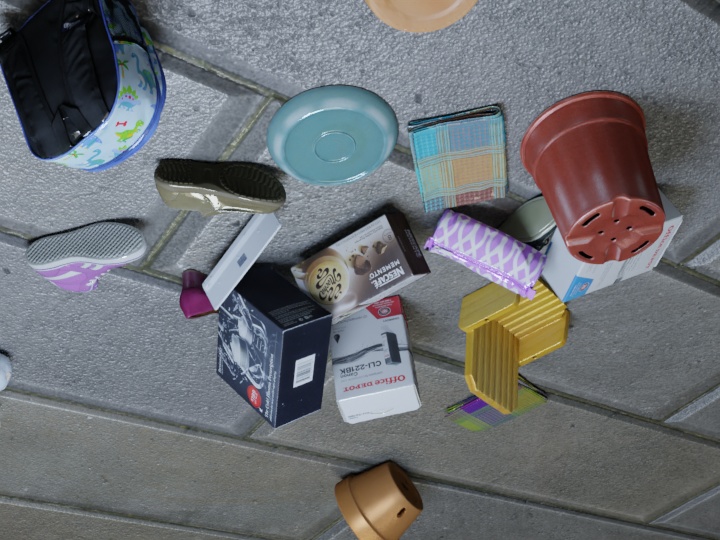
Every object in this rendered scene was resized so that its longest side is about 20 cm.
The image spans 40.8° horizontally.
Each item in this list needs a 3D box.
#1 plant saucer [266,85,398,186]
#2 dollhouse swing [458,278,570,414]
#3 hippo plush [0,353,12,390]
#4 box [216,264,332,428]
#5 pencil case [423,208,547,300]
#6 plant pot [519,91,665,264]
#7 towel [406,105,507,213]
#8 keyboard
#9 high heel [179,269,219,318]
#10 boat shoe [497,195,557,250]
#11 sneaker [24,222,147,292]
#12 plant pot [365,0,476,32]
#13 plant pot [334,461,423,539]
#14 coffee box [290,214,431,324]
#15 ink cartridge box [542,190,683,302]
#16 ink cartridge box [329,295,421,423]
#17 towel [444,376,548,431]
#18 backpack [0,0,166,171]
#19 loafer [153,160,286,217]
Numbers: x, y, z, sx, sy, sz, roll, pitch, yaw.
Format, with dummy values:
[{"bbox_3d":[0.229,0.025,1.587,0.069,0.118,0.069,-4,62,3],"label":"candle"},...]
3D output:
[{"bbox_3d":[-0.040,-0.191,1.445,0.199,0.028,0.201,-5,143,-4],"label":"plant saucer"},{"bbox_3d":[0.298,0.141,1.811,0.181,0.176,0.200,-29,137,25],"label":"dollhouse swing"},{"bbox_3d":[-0.725,0.201,1.753,0.200,0.159,0.161,13,109,-47],"label":"hippo plush"},{"bbox_3d":[-0.150,0.126,1.631,0.104,0.182,0.201,-17,128,-36],"label":"box"},{"bbox_3d":[0.205,-0.028,1.588,0.199,0.086,0.084,24,127,10],"label":"pencil case"},{"bbox_3d":[0.360,-0.129,1.463,0.200,0.196,0.201,-6,142,-4],"label":"plant pot"},{"bbox_3d":[0.157,-0.169,1.515,0.146,0.022,0.200,-11,142,4],"label":"towel"},{"bbox_3d":[-0.194,-0.022,1.574,0.011,0.056,0.200,2,134,-52],"label":"keyboard"},{"bbox_3d":[-0.229,0.074,1.687,0.199,0.096,0.067,21,134,-32],"label":"high heel"},{"bbox_3d":[0.283,-0.057,1.640,0.066,0.075,0.199,19,133,-36],"label":"boat shoe"},{"bbox_3d":[-0.424,-0.016,1.566,0.199,0.073,0.114,-5,147,13],"label":"sneaker"},{"bbox_3d":[0.065,-0.375,1.126,0.199,0.141,0.201,-5,142,-4],"label":"plant pot"},{"bbox_3d":[0.053,0.546,2.283,0.140,0.200,0.200,-39,135,11],"label":"plant pot"},{"bbox_3d":[0.000,0.000,1.609,0.199,0.113,0.080,-28,171,24],"label":"coffee box"},{"bbox_3d":[0.417,-0.046,1.622,0.199,0.084,0.145,-18,147,-23],"label":"ink cartridge box"},{"bbox_3d":[0.022,0.161,1.762,0.144,0.201,0.084,-13,142,5],"label":"ink cartridge box"},{"bbox_3d":[0.301,0.296,2.134,0.200,0.023,0.143,-33,137,29],"label":"towel"},{"bbox_3d":[-0.331,-0.227,1.202,0.183,0.201,0.147,-29,157,23],"label":"backpack"},{"bbox_3d":[-0.213,-0.120,1.469,0.199,0.076,0.068,10,140,-8],"label":"loafer"}]
